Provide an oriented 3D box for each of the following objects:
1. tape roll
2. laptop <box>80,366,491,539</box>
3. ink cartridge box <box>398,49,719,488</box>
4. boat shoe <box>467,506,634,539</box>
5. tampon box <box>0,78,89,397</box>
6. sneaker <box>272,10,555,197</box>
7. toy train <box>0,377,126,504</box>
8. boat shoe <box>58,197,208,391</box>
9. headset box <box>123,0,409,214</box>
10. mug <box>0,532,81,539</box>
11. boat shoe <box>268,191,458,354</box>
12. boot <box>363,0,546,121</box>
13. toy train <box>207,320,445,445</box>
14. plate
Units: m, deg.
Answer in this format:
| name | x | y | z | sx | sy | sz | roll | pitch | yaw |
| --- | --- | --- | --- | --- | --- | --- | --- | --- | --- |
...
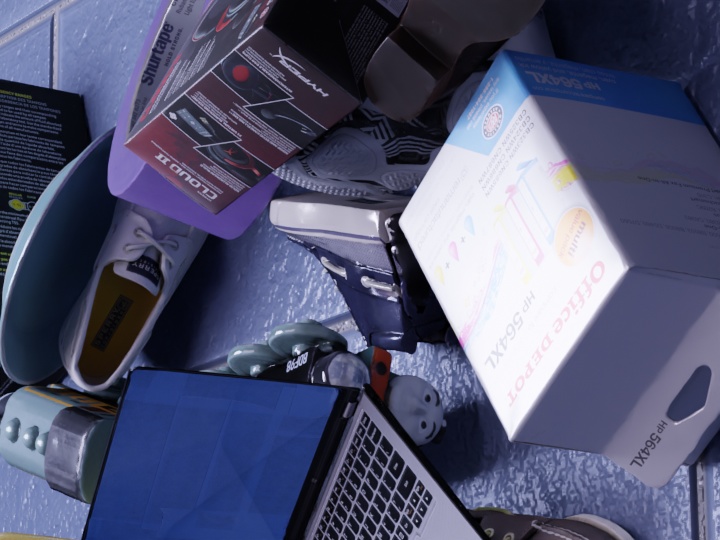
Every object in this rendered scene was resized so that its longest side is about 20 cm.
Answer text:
| name | x | y | z | sx | sy | sz | roll | pitch | yaw |
| --- | --- | --- | --- | --- | --- | --- | --- | --- | --- |
| tape roll | -0.087 | -0.127 | 1.855 | 0.200 | 0.085 | 0.200 | -90 | 26 | -55 |
| laptop | -0.044 | 0.158 | 1.620 | 0.200 | 0.116 | 0.188 | 51 | 147 | 23 |
| ink cartridge box | 0.130 | 0.002 | 1.509 | 0.129 | 0.125 | 0.200 | -59 | 38 | 30 |
| boat shoe | 0.081 | 0.166 | 1.607 | 0.200 | 0.059 | 0.072 | 3 | 85 | 57 |
| tampon box | -0.282 | -0.023 | 2.152 | 0.150 | 0.126 | 0.201 | -46 | 46 | 41 |
| sneaker | 0.033 | -0.118 | 1.707 | 0.199 | 0.075 | 0.115 | -15 | 63 | 30 |
| toy train | -0.179 | 0.119 | 1.971 | 0.200 | 0.114 | 0.086 | 16 | 96 | 57 |
| boat shoe | -0.148 | -0.008 | 1.960 | 0.201 | 0.071 | 0.070 | -61 | 16 | 8 |
| headset box | -0.046 | -0.131 | 1.657 | 0.200 | 0.075 | 0.149 | -33 | 24 | 54 |
| mug | -0.150 | 0.231 | 1.853 | 0.149 | 0.186 | 0.154 | 1 | 75 | 64 |
| boat shoe | 0.000 | 0.000 | 1.767 | 0.200 | 0.074 | 0.093 | -166 | 69 | -68 |
| boot | 0.099 | -0.182 | 1.550 | 0.064 | 0.200 | 0.186 | 48 | 139 | -1 |
| toy train | -0.033 | 0.094 | 1.731 | 0.200 | 0.114 | 0.086 | -29 | 46 | 54 |
| plate | -0.200 | -0.016 | 1.983 | 0.026 | 0.200 | 0.201 | 26 | 109 | 15 |
